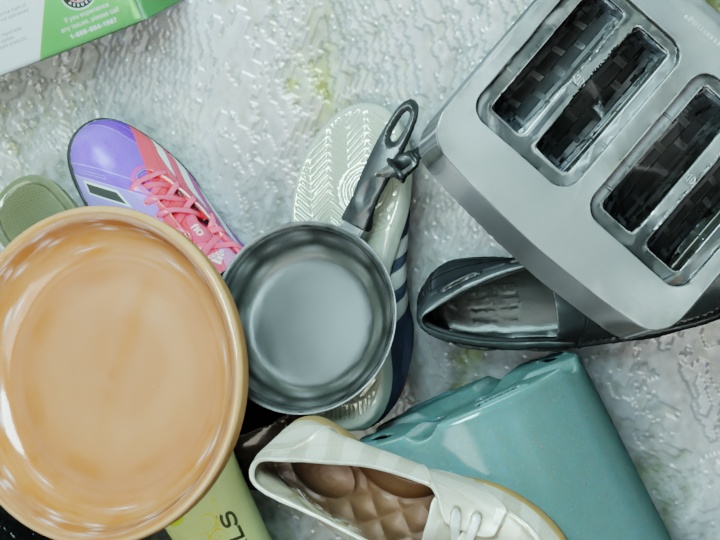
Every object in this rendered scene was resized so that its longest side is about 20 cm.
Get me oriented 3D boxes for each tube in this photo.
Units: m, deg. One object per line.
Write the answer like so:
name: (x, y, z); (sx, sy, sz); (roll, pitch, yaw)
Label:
tube: (-0.083, 0.185, 1.366); (0.058, 0.052, 0.201); (-34, 123, -16)

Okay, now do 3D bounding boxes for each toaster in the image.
toaster: (0.141, -0.072, 1.186); (0.181, 0.119, 0.200); (41, 88, 1)

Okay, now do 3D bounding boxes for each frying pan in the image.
frying pan: (-0.028, -0.009, 1.262); (0.114, 0.031, 0.191); (4, 80, 16)

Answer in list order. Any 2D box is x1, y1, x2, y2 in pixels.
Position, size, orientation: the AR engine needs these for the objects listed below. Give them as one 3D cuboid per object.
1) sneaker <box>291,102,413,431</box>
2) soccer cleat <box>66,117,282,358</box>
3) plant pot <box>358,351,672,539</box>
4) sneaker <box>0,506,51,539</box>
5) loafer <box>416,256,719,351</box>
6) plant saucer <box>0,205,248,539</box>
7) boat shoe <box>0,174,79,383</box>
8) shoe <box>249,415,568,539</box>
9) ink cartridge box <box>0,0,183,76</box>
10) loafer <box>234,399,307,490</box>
sneaker: (0.000, 0.000, 1.314); (0.074, 0.084, 0.202); (5, 84, 16)
soccer cleat: (-0.105, -0.017, 1.318); (0.068, 0.073, 0.200); (-38, 92, -18)
plant pot: (0.099, 0.166, 1.279); (0.199, 0.200, 0.197); (-21, 92, 21)
sneaker: (-0.290, 0.176, 1.448); (0.200, 0.076, 0.088); (44, 119, -1)
loafer: (0.131, 0.019, 1.276); (0.199, 0.070, 0.069); (-5, 106, 16)
plant saucer: (-0.152, 0.063, 1.268); (0.199, 0.037, 0.202); (-2, 85, 24)
boat shoe: (-0.158, 0.030, 1.337); (0.074, 0.068, 0.201); (-32, 73, 2)
shoe: (0.026, 0.140, 1.187); (0.199, 0.053, 0.070); (21, 105, 26)
ink cartridge box: (-0.215, -0.228, 1.289); (0.145, 0.084, 0.201); (-17, 101, 20)
loafer: (-0.120, 0.095, 1.365); (0.198, 0.073, 0.072); (-1, 135, 7)
